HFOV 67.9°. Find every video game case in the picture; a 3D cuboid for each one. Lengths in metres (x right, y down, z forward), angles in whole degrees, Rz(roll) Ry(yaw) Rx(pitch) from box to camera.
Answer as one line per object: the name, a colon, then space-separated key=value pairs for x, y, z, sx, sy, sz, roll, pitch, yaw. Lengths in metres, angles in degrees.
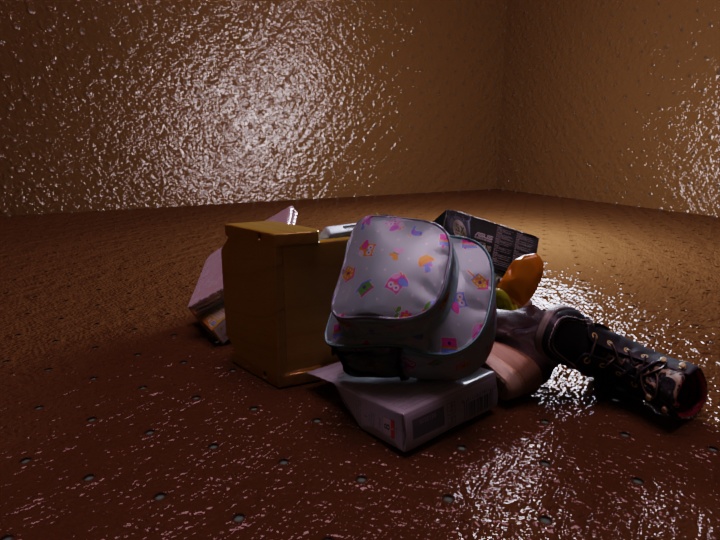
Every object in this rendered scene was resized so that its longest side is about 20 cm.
video game case: x=-0.064 y=-0.029 z=1.124 sx=0.180 sy=0.200 sz=0.022 roll=-15 pitch=64 yaw=-52

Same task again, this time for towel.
towel: x=-0.201 y=-0.021 z=0.943 sx=0.196 sy=0.033 sz=0.193 roll=-27 pitch=29 yaw=13

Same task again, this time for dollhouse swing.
dollhouse swing: x=-0.080 y=0.033 z=0.777 sx=0.172 sy=0.208 sz=0.178 roll=-14 pitch=19 yaw=-42

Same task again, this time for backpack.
backpack: x=0.065 y=0.033 z=0.632 sx=0.193 sy=0.155 sz=0.180 roll=7 pitch=57 yaw=14

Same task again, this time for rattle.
rattle: x=0.189 y=0.051 z=0.797 sx=0.195 sy=0.144 sz=0.133 roll=9 pitch=44 yaw=-36

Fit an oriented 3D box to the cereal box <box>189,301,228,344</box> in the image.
cereal box: x=-0.198 y=0.028 z=0.940 sx=0.200 sy=0.040 sz=0.142 roll=-45 pitch=30 yaw=-19

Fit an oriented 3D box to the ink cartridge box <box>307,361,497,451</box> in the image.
ink cartridge box: x=0.047 y=0.149 z=0.673 sx=0.158 sy=0.052 sz=0.197 roll=-11 pitch=8 yaw=-36

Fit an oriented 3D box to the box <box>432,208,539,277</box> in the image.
box: x=0.233 y=-0.037 z=1.088 sx=0.193 sy=0.089 sz=0.164 roll=16 pitch=-11 yaw=-6

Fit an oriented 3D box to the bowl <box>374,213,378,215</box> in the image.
bowl: x=0.057 y=0.000 z=1.060 sx=0.107 sy=0.201 sz=0.200 roll=-40 pitch=15 yaw=3

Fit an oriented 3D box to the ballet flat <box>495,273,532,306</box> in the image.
ballet flat: x=0.242 y=0.042 z=1.025 sx=0.192 sy=0.070 sz=0.068 roll=-3 pitch=17 yaw=-11

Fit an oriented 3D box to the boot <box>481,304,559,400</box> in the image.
boot: x=0.188 y=0.079 z=0.745 sx=0.163 sy=0.074 sz=0.201 roll=-18 pitch=55 yaw=-38

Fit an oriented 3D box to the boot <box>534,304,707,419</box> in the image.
boot: x=0.314 y=0.111 z=0.647 sx=0.197 sy=0.075 sz=0.149 roll=29 pitch=-2 yaw=-37
